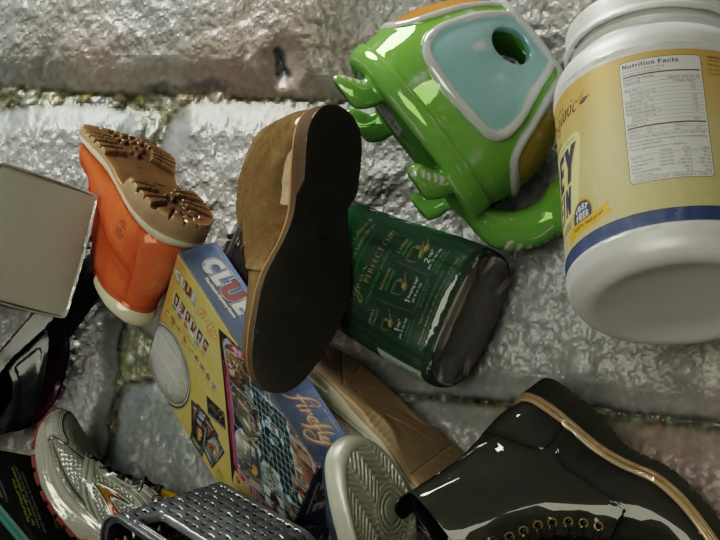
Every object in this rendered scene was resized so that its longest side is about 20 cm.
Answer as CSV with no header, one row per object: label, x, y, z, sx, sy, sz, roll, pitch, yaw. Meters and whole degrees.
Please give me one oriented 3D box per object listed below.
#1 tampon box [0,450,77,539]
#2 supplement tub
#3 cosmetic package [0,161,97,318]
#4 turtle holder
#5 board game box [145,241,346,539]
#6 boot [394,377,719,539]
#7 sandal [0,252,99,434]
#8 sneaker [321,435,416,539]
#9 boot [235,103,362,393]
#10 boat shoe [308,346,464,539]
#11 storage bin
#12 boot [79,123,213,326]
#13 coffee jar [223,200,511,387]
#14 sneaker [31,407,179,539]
tampon box,-0.291,0.222,1.316,0.126,0.200,0.150,-33,66,17
supplement tub,0.198,-0.068,1.150,0.144,0.144,0.200,-14,60,24
cosmetic package,-0.292,-0.027,1.390,0.200,0.087,0.103,9,82,57
turtle holder,0.080,-0.104,1.234,0.132,0.141,0.186,-37,59,-3
board game box,-0.082,0.097,1.284,0.200,0.035,0.136,55,144,27
boot,0.133,0.172,1.149,0.138,0.077,0.200,-34,47,-21
sandal,-0.252,0.076,1.405,0.048,0.075,0.200,40,99,10
sneaker,-0.005,0.202,1.207,0.084,0.075,0.200,-1,113,37
boot,-0.053,-0.013,1.233,0.075,0.074,0.200,-2,72,45
boat shoe,0.018,0.135,1.256,0.200,0.072,0.065,43,119,23
storage bin,-0.101,0.261,1.216,0.135,0.094,0.200,22,117,45
boot,-0.183,-0.040,1.372,0.107,0.075,0.200,-65,31,20
coffee jar,0.000,0.000,1.281,0.200,0.085,0.104,25,91,29
sneaker,-0.170,0.179,1.343,0.082,0.078,0.200,-43,73,8
